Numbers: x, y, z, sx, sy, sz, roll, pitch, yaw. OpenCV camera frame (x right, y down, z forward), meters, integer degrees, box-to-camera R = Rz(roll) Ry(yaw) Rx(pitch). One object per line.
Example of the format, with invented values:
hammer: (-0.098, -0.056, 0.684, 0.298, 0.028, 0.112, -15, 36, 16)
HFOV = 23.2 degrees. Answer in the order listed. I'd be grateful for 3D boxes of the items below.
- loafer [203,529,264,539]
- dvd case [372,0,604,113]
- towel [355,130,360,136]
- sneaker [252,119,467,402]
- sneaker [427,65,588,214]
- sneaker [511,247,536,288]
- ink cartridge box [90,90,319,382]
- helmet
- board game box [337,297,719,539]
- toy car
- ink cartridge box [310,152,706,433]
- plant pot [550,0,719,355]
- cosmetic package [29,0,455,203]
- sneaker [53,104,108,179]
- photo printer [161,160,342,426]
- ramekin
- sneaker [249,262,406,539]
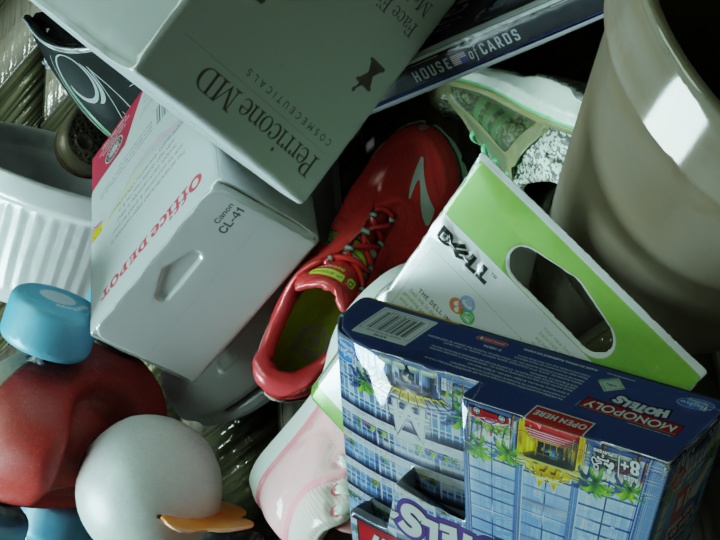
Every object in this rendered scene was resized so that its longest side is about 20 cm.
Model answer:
loafer: (-0.129, 0.206, 1.214, 0.199, 0.073, 0.072, 3, 53, 53)
dvd case: (0.096, -0.164, 1.028, 0.199, 0.025, 0.150, -17, 25, 42)
towel: (0.009, -0.159, 1.156, 0.200, 0.034, 0.133, 73, -142, -87)
sneaker: (0.000, 0.000, 1.085, 0.201, 0.077, 0.085, -60, -11, 9)
sneaker: (0.094, -0.073, 1.034, 0.200, 0.076, 0.089, 23, 103, 62)
sneaker: (0.072, 0.060, 0.997, 0.087, 0.074, 0.201, 16, 92, 47)
ink cartridge box: (-0.108, -0.050, 1.152, 0.148, 0.085, 0.201, -48, 32, 27)
helmet: (-0.135, -0.173, 1.319, 0.199, 0.191, 0.201, -17, 53, 25)
board game box: (0.069, 0.134, 0.825, 0.199, 0.062, 0.201, 15, 121, 34)
toy car: (-0.149, 0.130, 1.152, 0.199, 0.177, 0.185, 26, 101, 22)
ink cartridge box: (0.082, 0.044, 0.863, 0.148, 0.076, 0.200, 46, 134, 12)
plant pot: (0.177, -0.054, 0.806, 0.174, 0.199, 0.201, 122, 151, -50)
cosmetic package: (-0.064, -0.182, 0.991, 0.165, 0.165, 0.201, 36, 89, 41)
sneaker: (-0.201, -0.114, 1.437, 0.075, 0.071, 0.200, -34, 8, 33)
photo printer: (-0.078, 0.002, 1.241, 0.166, 0.069, 0.201, -40, 43, 38)
ramekin: (-0.251, -0.039, 1.416, 0.200, 0.199, 0.106, 40, 115, 57)
sneaker: (0.011, 0.098, 1.051, 0.201, 0.075, 0.105, -56, 39, 20)
